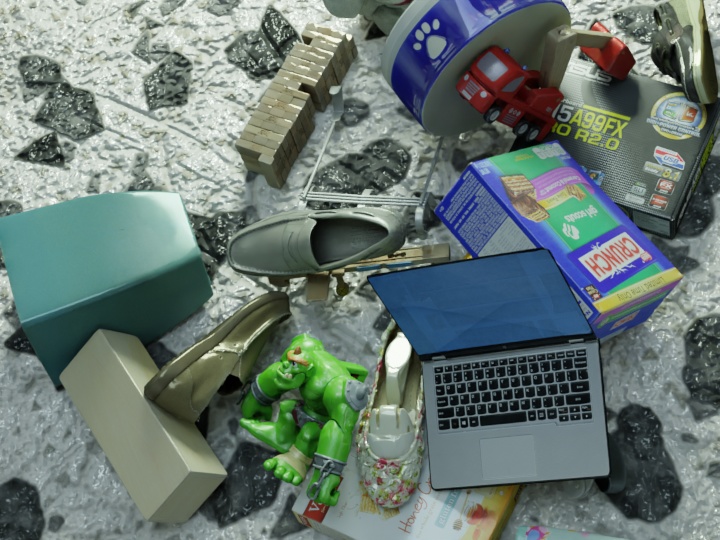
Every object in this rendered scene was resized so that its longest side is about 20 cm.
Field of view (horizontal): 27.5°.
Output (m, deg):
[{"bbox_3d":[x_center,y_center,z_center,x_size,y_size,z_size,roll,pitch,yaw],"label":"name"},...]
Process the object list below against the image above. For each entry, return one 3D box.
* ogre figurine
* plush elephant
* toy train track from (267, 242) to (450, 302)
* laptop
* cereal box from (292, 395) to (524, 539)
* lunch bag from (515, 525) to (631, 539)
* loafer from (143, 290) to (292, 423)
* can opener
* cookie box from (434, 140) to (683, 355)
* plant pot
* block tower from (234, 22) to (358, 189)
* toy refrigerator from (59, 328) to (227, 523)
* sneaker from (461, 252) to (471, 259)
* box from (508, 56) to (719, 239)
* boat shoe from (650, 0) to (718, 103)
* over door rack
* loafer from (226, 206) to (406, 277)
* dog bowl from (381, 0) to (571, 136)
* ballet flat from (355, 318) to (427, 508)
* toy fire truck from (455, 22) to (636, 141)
[{"bbox_3d":[-0.053,0.136,1.464,0.097,0.200,0.121,27,98,-15],"label":"ogre figurine"},{"bbox_3d":[0.041,-0.341,1.692,0.163,0.155,0.202,-2,61,11],"label":"plush elephant"},{"bbox_3d":[0.000,0.000,1.582,0.197,0.033,0.115,-7,40,9],"label":"toy train track"},{"bbox_3d":[0.118,0.097,1.357,0.185,0.116,0.203,-9,80,29],"label":"laptop"},{"bbox_3d":[0.049,0.219,1.457,0.198,0.040,0.145,20,67,21],"label":"cereal box"},{"bbox_3d":[0.209,0.342,1.312,0.168,0.122,0.202,8,72,14],"label":"lunch bag"},{"bbox_3d":[-0.140,0.092,1.535,0.199,0.076,0.068,-38,91,-34],"label":"loafer"},{"bbox_3d":[0.208,0.135,1.470,0.066,0.053,0.202,2,58,-26],"label":"can opener"},{"bbox_3d":[0.199,-0.025,1.469,0.170,0.075,0.200,-18,62,-49],"label":"cookie box"},{"bbox_3d":[-0.269,0.005,1.593,0.198,0.142,0.142,-19,60,-6],"label":"plant pot"},{"bbox_3d":[-0.075,-0.196,1.700,0.057,0.054,0.201,18,67,22],"label":"block tower"},{"bbox_3d":[-0.225,0.161,1.525,0.076,0.070,0.200,-48,59,15],"label":"toy refrigerator"},{"bbox_3d":[0.122,0.044,1.520,0.089,0.075,0.202,9,56,16],"label":"sneaker"},{"bbox_3d":[0.275,-0.138,1.597,0.198,0.044,0.161,20,69,22],"label":"box"},{"bbox_3d":[0.349,-0.237,1.598,0.065,0.072,0.202,-12,34,18],"label":"boat shoe"},{"bbox_3d":[0.021,-0.114,1.635,0.146,0.067,0.201,4,50,13],"label":"over door rack"},{"bbox_3d":[-0.051,-0.032,1.535,0.198,0.070,0.071,-11,91,15],"label":"loafer"},{"bbox_3d":[0.124,-0.238,1.560,0.199,0.200,0.079,-34,67,-7],"label":"dog bowl"},{"bbox_3d":[0.031,0.132,1.453,0.075,0.064,0.202,0,58,10],"label":"ballet flat"},{"bbox_3d":[0.197,-0.208,1.545,0.141,0.199,0.049,-52,59,15],"label":"toy fire truck"}]
